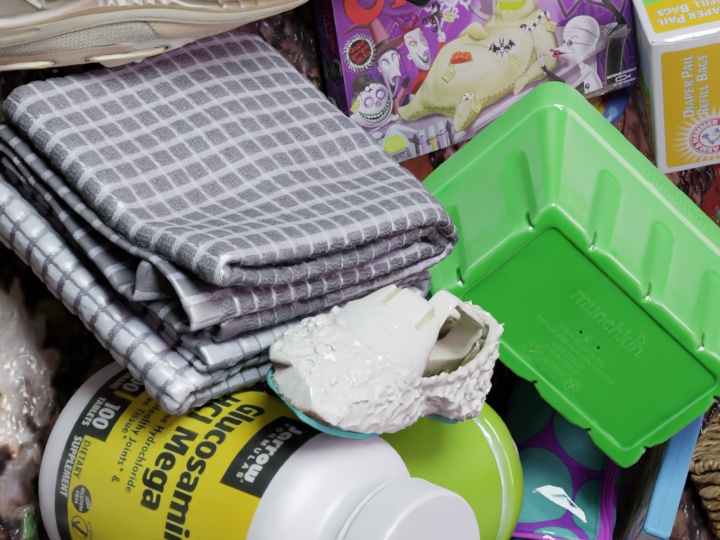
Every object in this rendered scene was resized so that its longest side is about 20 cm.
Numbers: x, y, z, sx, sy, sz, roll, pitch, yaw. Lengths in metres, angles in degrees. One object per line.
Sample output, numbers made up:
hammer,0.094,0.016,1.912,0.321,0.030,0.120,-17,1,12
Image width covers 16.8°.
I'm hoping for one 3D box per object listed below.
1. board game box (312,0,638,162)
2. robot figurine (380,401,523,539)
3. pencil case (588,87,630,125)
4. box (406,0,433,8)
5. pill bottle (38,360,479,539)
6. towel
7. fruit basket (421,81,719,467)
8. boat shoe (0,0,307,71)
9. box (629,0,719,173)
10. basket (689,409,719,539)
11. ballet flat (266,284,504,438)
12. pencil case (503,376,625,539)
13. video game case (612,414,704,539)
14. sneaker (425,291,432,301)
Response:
board game box,0.068,-0.139,1.402,0.199,0.032,0.121,-20,109,-25
robot figurine,0.010,0.123,1.305,0.200,0.115,0.176,-16,115,-54
pencil case,0.093,-0.167,1.475,0.200,0.078,0.087,59,3,-30
box,-0.038,-0.234,1.271,0.200,0.050,0.158,19,38,-50
pill bottle,-0.047,0.116,1.147,0.112,0.199,0.113,-23,120,-46
towel,-0.068,-0.035,1.181,0.200,0.166,0.086,-18,145,-49
fruit basket,0.123,-0.009,1.402,0.215,0.155,0.216,39,28,-25
boat shoe,-0.114,-0.132,1.155,0.199,0.065,0.072,-12,70,-25
box,0.207,-0.171,1.513,0.201,0.101,0.113,-102,-179,-45
basket,0.349,0.154,1.682,0.143,0.199,0.150,-44,118,-47
ballet flat,0.017,0.036,1.152,0.200,0.071,0.072,3,84,-69
pencil case,0.136,0.094,1.494,0.085,0.092,0.201,50,51,-45
video game case,0.175,0.138,1.498,0.200,0.018,0.144,106,4,-61
sneaker,0.000,0.000,1.343,0.200,0.074,0.082,19,67,-56
